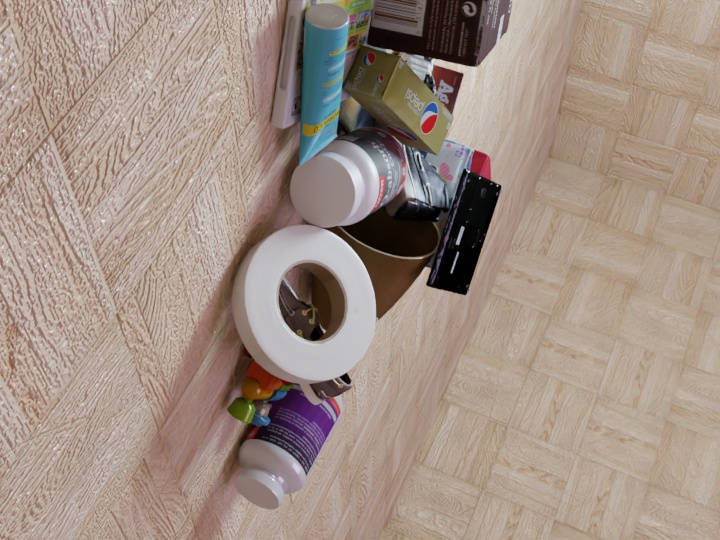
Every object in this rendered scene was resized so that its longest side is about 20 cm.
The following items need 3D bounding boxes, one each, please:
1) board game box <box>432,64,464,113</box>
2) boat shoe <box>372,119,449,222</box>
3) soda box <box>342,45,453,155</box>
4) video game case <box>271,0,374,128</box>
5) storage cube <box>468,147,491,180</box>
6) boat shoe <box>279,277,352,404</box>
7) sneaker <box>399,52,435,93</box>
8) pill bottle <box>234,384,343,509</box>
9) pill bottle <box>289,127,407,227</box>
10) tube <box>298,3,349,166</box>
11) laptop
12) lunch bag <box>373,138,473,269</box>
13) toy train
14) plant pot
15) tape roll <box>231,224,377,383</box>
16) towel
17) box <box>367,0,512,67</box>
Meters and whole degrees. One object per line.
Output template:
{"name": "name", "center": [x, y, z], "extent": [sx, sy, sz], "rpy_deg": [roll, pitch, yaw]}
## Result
{"name": "board game box", "center": [0.097, -0.244, 1.644], "extent": [0.019, 0.102, 0.202], "rpy_deg": [-68, 173, -75]}
{"name": "boat shoe", "center": [0.074, -0.158, 1.508], "extent": [0.075, 0.092, 0.202], "rpy_deg": [-41, -131, 45]}
{"name": "soda box", "center": [0.055, -0.229, 1.346], "extent": [0.200, 0.067, 0.065], "rpy_deg": [30, 83, -60]}
{"name": "video game case", "center": [-0.040, -0.286, 1.215], "extent": [0.200, 0.023, 0.184], "rpy_deg": [-38, 146, -55]}
{"name": "storage cube", "center": [0.124, -0.124, 1.771], "extent": [0.200, 0.169, 0.181], "rpy_deg": [63, 50, -72]}
{"name": "boat shoe", "center": [-0.075, 0.080, 1.314], "extent": [0.202, 0.059, 0.072], "rpy_deg": [65, 17, -9]}
{"name": "sneaker", "center": [0.075, -0.279, 1.539], "extent": [0.201, 0.066, 0.091], "rpy_deg": [-82, -168, -48]}
{"name": "pill bottle", "center": [-0.113, 0.258, 1.505], "extent": [0.113, 0.111, 0.201], "rpy_deg": [93, 22, -48]}
{"name": "pill bottle", "center": [-0.016, -0.127, 1.354], "extent": [0.200, 0.115, 0.117], "rpy_deg": [-39, 146, -64]}
{"name": "tube", "center": [-0.047, -0.219, 1.178], "extent": [0.077, 0.050, 0.201], "rpy_deg": [-38, 152, -32]}
{"name": "laptop", "center": [0.139, -0.062, 1.513], "extent": [0.199, 0.103, 0.179], "rpy_deg": [12, 96, -57]}
{"name": "lunch bag", "center": [0.078, -0.128, 1.594], "extent": [0.127, 0.168, 0.202], "rpy_deg": [-40, 149, -71]}
{"name": "toy train", "center": [-0.143, 0.157, 1.347], "extent": [0.116, 0.084, 0.200], "rpy_deg": [-57, 166, 2]}
{"name": "plant pot", "center": [0.000, 0.000, 1.503], "extent": [0.186, 0.185, 0.201], "rpy_deg": [-47, 164, -57]}
{"name": "tape roll", "center": [-0.069, 0.043, 1.261], "extent": [0.037, 0.202, 0.204], "rpy_deg": [-20, -144, 52]}
{"name": "towel", "center": [0.004, -0.270, 1.430], "extent": [0.200, 0.021, 0.148], "rpy_deg": [37, 72, -75]}
{"name": "box", "center": [0.120, -0.400, 1.369], "extent": [0.200, 0.162, 0.168], "rpy_deg": [-53, 153, -56]}
